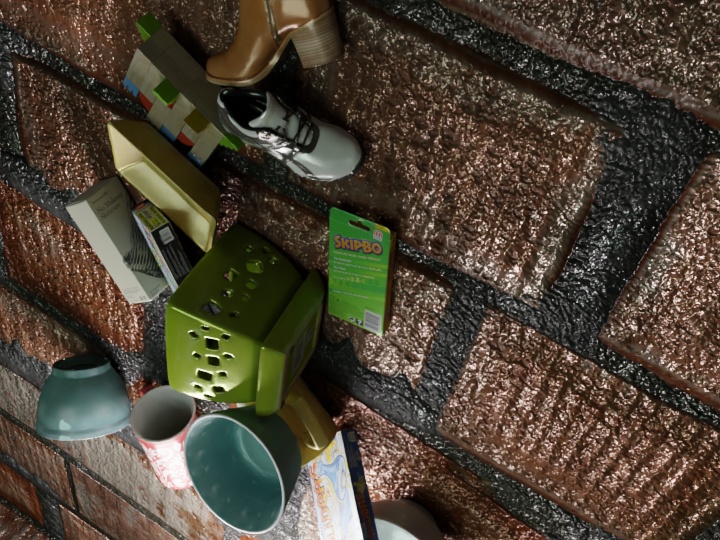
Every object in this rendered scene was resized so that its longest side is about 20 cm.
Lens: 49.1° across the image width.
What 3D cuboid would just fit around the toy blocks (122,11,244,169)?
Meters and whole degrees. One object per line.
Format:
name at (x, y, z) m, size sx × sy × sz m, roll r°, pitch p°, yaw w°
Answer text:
toy blocks at (-0.244, -0.225, 1.062) m, size 0.200 × 0.100 × 0.136 m, roll 45°, pitch 151°, yaw -11°

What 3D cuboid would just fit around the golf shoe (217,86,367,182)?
golf shoe at (-0.088, -0.167, 0.959) m, size 0.196 × 0.079 × 0.094 m, roll 20°, pitch 177°, yaw 4°

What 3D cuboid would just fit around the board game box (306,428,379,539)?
board game box at (-0.036, 0.395, 1.382) m, size 0.135 × 0.034 × 0.204 m, roll -37°, pitch 61°, yaw 48°

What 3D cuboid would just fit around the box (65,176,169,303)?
box at (-0.399, -0.049, 1.327) m, size 0.067 × 0.082 × 0.202 m, roll -6°, pitch 122°, yaw 40°

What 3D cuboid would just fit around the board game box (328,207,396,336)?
board game box at (0.000, 0.000, 1.110) m, size 0.094 × 0.030 × 0.202 m, roll 22°, pitch 138°, yaw 20°

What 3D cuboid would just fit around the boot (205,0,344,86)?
boot at (-0.123, -0.302, 0.903) m, size 0.197 × 0.077 × 0.157 m, roll -1°, pitch 125°, yaw 35°

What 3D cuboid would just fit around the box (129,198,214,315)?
box at (-0.302, -0.008, 1.280) m, size 0.110 × 0.034 × 0.202 m, roll 37°, pitch 152°, yaw 50°

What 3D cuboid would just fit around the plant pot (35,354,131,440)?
plant pot at (-0.587, 0.258, 1.668) m, size 0.197 × 0.199 × 0.137 m, roll 7°, pitch 102°, yaw 32°

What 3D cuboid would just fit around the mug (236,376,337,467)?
mug at (-0.123, 0.236, 1.333) m, size 0.184 × 0.149 × 0.155 m, roll -21°, pitch 104°, yaw 30°

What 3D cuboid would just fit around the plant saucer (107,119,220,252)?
plant saucer at (-0.275, -0.128, 1.152) m, size 0.200 × 0.049 × 0.200 m, roll 43°, pitch 161°, yaw -2°

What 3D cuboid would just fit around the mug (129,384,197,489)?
mug at (-0.391, 0.339, 1.648) m, size 0.130 × 0.179 × 0.202 m, roll -7°, pitch 135°, yaw -4°

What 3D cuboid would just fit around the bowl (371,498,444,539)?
bowl at (0.079, 0.479, 1.415) m, size 0.198 × 0.091 × 0.204 m, roll 20°, pitch 134°, yaw 22°

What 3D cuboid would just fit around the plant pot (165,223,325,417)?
plant pot at (-0.165, 0.087, 1.187) m, size 0.179 × 0.200 × 0.202 m, roll 23°, pitch 136°, yaw 10°

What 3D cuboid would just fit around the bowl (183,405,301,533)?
bowl at (-0.170, 0.294, 1.237) m, size 0.198 × 0.105 × 0.205 m, roll 13°, pitch 116°, yaw 28°
